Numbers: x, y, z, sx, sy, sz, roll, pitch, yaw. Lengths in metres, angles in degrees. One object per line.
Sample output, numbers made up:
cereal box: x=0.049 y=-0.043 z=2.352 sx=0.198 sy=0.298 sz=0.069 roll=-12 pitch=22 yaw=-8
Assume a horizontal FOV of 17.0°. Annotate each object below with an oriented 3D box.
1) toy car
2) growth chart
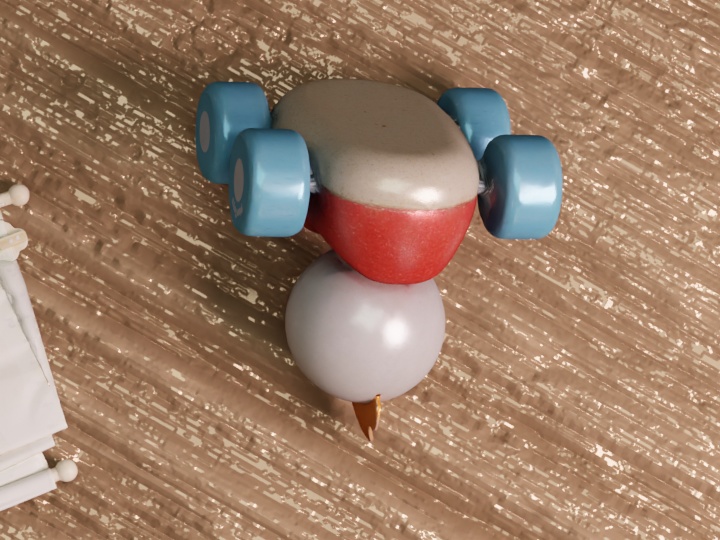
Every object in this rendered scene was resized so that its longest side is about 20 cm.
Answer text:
toy car: x=0.000 y=0.000 z=1.423 sx=0.184 sy=0.177 sz=0.200 roll=0 pitch=111 yaw=-17
growth chart: x=-0.251 y=0.058 z=1.445 sx=0.145 sy=0.018 sz=0.200 roll=-12 pitch=84 yaw=-5
